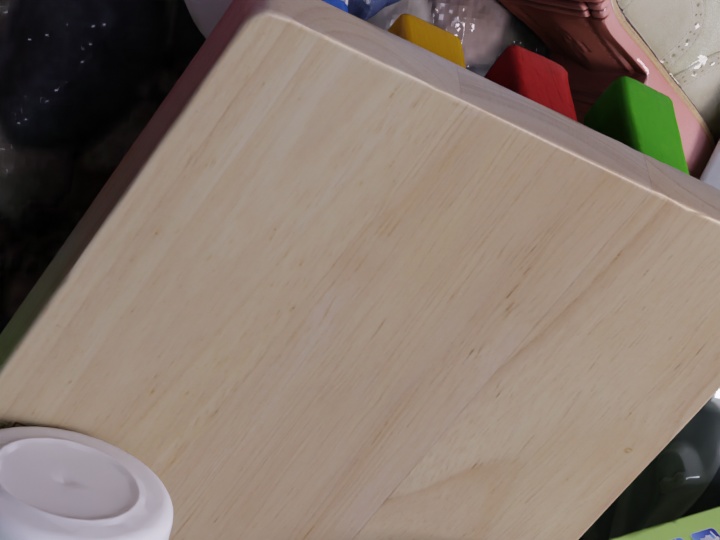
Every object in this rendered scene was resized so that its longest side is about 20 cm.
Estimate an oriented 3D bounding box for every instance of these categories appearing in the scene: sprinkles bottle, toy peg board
[{"bbox_3d":[-0.113,0.148,0.806,0.068,0.068,0.200,-1,120,-34],"label":"sprinkles bottle"},{"bbox_3d":[0.000,0.000,0.827,0.199,0.098,0.200,23,124,-23],"label":"toy peg board"}]

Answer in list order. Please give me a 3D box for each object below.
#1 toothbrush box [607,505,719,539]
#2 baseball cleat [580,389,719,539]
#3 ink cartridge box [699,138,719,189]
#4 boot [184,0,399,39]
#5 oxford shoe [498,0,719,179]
[{"bbox_3d":[0.135,0.159,0.868,0.200,0.146,0.086,-13,142,-36],"label":"toothbrush box"},{"bbox_3d":[0.126,0.098,0.992,0.106,0.070,0.200,1,112,-41],"label":"baseball cleat"},{"bbox_3d":[0.182,-0.051,0.946,0.200,0.068,0.115,-64,158,-3],"label":"ink cartridge box"},{"bbox_3d":[-0.029,-0.169,0.811,0.090,0.073,0.201,-32,118,-48],"label":"boot"},{"bbox_3d":[0.082,-0.115,0.895,0.074,0.071,0.200,-49,135,-16],"label":"oxford shoe"}]
